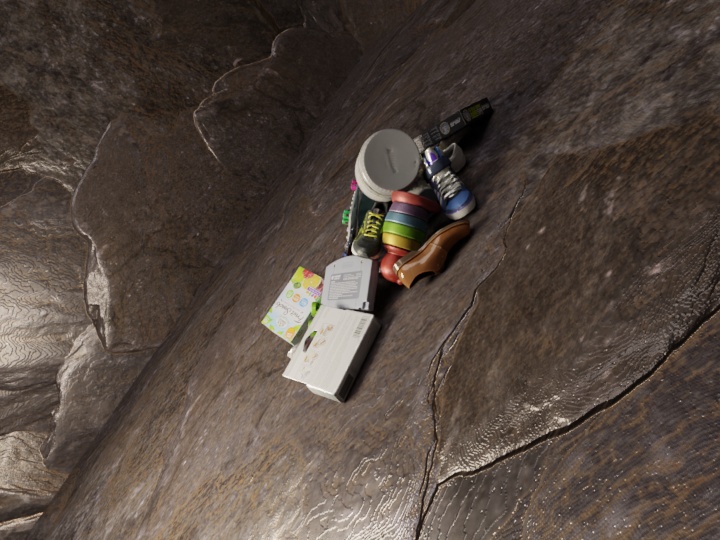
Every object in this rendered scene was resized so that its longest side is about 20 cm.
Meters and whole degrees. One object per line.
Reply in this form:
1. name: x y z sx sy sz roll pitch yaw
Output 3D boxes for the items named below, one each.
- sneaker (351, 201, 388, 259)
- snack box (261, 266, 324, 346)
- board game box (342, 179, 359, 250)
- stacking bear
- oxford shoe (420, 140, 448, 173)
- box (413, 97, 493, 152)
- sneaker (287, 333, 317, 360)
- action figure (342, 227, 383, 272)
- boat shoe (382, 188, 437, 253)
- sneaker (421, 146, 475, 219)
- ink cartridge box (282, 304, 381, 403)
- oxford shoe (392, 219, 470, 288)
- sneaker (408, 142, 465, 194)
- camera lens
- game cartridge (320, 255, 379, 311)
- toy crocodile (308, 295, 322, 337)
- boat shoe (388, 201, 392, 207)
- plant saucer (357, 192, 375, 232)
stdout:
1. sneaker: 0.026 -0.101 1.300 0.202 0.072 0.087 -70 -11 -56
2. snack box: -0.176 0.103 1.548 0.140 0.053 0.203 23 73 40
3. board game box: -0.031 -0.132 1.574 0.203 0.025 0.204 -78 -5 -51
4. stacking bear: 0.100 -0.072 1.261 0.119 0.113 0.206 15 90 30
5. oxford shoe: 0.180 -0.298 1.530 0.198 0.074 0.072 -33 27 35
6. box: 0.253 -0.404 1.512 0.159 0.045 0.198 -35 8 -41
7. sneaker: -0.078 0.177 1.309 0.198 0.081 0.071 -35 -12 -10
8. action figure: 0.000 0.000 1.438 0.193 0.101 0.206 -138 61 -74
9. boat shoe: 0.116 -0.128 1.395 0.203 0.070 0.090 -55 25 -8
10. sneaker: 0.194 -0.217 1.275 0.080 0.147 0.201 -33 24 12
11. ink cartridge box: -0.066 0.183 1.228 0.170 0.044 0.203 6 58 42
12. oxford shoe: 0.169 -0.033 1.181 0.198 0.071 0.072 -39 62 8
13. sneaker: 0.182 -0.255 1.402 0.199 0.088 0.076 -43 60 5
14. camera lens: 0.067 -0.264 1.371 0.161 0.159 0.200 -49 4 -1
15. game cartridge: -0.026 0.033 1.323 0.197 0.040 0.138 -6 75 53
16. toy crocodile: -0.099 0.135 1.422 0.065 0.063 0.202 -1 34 4
17. boat shoe: 0.130 -0.223 1.521 0.198 0.065 0.073 -17 37 52
18. plant saucer: 0.042 -0.166 1.560 0.200 0.038 0.208 -175 90 -71
